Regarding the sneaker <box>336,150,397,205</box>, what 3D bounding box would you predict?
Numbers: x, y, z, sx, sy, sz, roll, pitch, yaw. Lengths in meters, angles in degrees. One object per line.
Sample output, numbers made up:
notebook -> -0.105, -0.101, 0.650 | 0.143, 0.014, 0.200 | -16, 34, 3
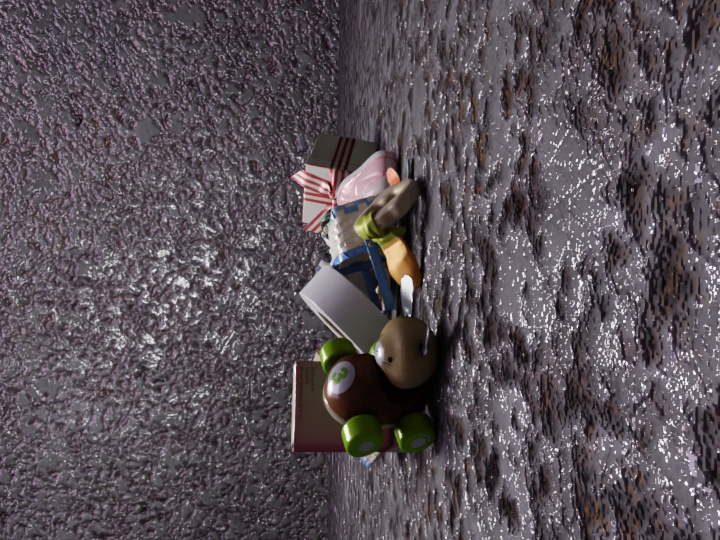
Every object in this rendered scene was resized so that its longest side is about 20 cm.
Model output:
sneaker -> 0.012, -0.144, 1.237 | 0.200, 0.074, 0.107 | -40, 50, 50

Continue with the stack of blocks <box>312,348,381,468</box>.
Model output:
stack of blocks -> -0.012, 0.239, 1.110 | 0.201, 0.058, 0.116 | 51, 146, 19

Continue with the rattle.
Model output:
rattle -> 0.076, -0.084, 1.011 | 0.131, 0.142, 0.201 | -51, 6, 23

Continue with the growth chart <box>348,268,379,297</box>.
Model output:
growth chart -> 0.000, 0.000, 1.254 | 0.145, 0.017, 0.205 | -51, -49, -56

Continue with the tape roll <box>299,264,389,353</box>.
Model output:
tape roll -> -0.015, 0.086, 1.085 | 0.071, 0.202, 0.202 | -45, -1, -10

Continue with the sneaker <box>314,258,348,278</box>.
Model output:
sneaker -> -0.043, 0.020, 1.257 | 0.200, 0.073, 0.091 | -1, -74, -78

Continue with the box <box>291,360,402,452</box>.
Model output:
box -> -0.013, 0.221, 0.987 | 0.109, 0.194, 0.132 | 107, 163, -67

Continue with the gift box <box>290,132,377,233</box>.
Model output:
gift box -> -0.063, -0.204, 1.490 | 0.189, 0.194, 0.188 | -80, -5, -52

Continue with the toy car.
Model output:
toy car -> 0.042, 0.115, 0.816 | 0.166, 0.154, 0.203 | -113, 34, -45

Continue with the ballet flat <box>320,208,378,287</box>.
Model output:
ballet flat -> -0.029, -0.036, 1.322 | 0.203, 0.073, 0.074 | 59, 175, -3

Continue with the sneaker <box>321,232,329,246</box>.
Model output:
sneaker -> 0.014, -0.094, 1.376 | 0.199, 0.130, 0.079 | -42, -7, 20

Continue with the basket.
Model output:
basket -> 0.015, -0.019, 1.098 | 0.176, 0.135, 0.206 | 128, 128, -79

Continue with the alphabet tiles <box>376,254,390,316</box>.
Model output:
alphabet tiles -> 0.045, 0.014, 1.352 | 0.200, 0.014, 0.202 | 113, 158, -76
